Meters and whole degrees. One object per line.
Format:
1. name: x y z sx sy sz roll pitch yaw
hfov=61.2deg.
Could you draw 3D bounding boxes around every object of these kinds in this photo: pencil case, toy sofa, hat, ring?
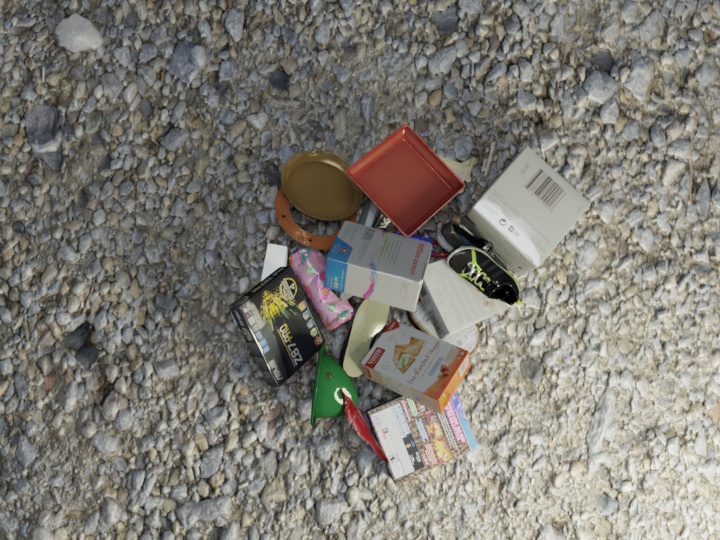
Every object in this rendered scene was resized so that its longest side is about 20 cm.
1. pencil case: -0.087 0.032 1.372 0.086 0.087 0.202 -28 83 -7
2. toy sofa: 0.161 -0.239 1.428 0.196 0.083 0.099 20 77 1
3. hat: -0.010 0.266 1.293 0.172 0.166 0.204 8 97 3
4. ring: -0.103 -0.128 1.390 0.197 0.019 0.204 12 53 -17

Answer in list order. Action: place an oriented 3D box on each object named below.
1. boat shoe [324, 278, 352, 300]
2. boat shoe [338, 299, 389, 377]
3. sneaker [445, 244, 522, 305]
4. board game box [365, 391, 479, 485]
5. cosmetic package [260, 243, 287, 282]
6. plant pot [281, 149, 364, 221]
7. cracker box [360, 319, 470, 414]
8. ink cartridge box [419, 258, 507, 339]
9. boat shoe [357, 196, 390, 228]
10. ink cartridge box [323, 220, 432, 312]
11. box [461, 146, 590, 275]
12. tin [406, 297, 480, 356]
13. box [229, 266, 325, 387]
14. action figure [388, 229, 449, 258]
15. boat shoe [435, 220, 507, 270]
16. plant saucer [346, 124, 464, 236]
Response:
1. boat shoe: -0.001 0.002 1.359 0.068 0.074 0.198 37 46 24
2. boat shoe: 0.006 0.137 1.366 0.073 0.063 0.205 23 84 -13
3. sneaker: 0.279 0.014 1.341 0.197 0.083 0.072 26 118 -15
4. board game box: 0.130 0.342 1.324 0.197 0.097 0.162 -21 82 -6
5. cosmetic package: -0.199 0.049 1.366 0.050 0.083 0.204 9 81 0
6. plant pot: -0.089 -0.192 1.404 0.196 0.028 0.203 9 57 -15
7. cracker box: 0.118 0.201 1.301 0.197 0.058 0.134 19 54 32
8. ink cartridge box: 0.224 0.050 1.382 0.197 0.047 0.162 -16 74 -36
9. boat shoe: 0.043 -0.136 1.395 0.067 0.074 0.202 27 56 -14
10. ink cartridge box: 0.039 -0.011 1.258 0.196 0.086 0.145 14 38 8
11. box: 0.373 -0.133 1.395 0.199 0.131 0.200 42 82 5
12. tin: 0.191 0.118 1.395 0.112 0.042 0.200 -42 85 -12
13. box: -0.172 0.118 1.297 0.161 0.049 0.203 -38 116 -37
14. action figure: 0.112 -0.065 1.413 0.195 0.052 0.067 4 65 1
15. boat shoe: 0.266 -0.049 1.387 0.198 0.066 0.071 36 52 -10
16. plant saucer: 0.097 -0.194 1.336 0.199 0.037 0.200 -40 82 -22
